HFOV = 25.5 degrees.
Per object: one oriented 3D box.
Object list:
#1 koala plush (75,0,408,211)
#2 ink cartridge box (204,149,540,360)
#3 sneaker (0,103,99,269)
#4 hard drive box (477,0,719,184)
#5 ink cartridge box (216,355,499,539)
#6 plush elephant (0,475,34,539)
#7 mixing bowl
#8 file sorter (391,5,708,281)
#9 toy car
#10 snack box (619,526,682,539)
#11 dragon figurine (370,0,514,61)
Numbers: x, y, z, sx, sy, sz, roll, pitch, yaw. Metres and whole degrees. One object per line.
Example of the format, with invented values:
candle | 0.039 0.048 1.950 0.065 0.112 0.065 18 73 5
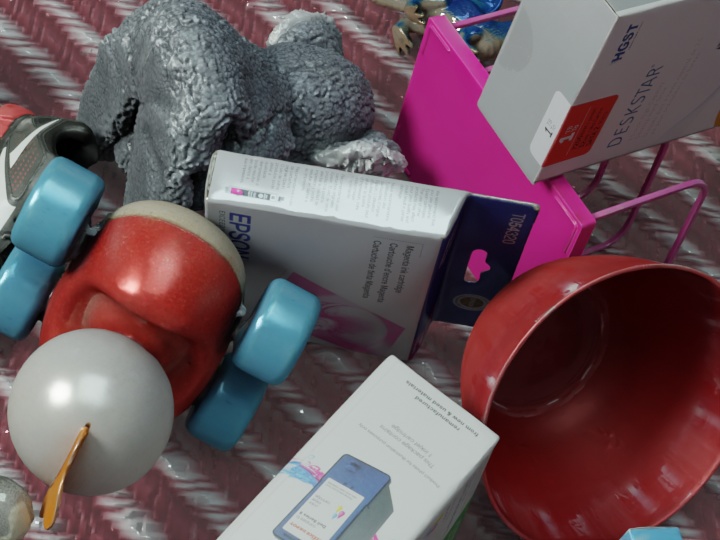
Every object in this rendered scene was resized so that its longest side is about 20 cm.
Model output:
koala plush | -0.072 -0.110 1.119 0.199 0.184 0.178 -7 55 -29
ink cartridge box | 0.000 0.000 1.018 0.199 0.197 0.044 11 65 1
sneaker | -0.233 -0.033 1.072 0.097 0.071 0.201 2 50 18
hard drive box | 0.194 -0.154 1.027 0.199 0.156 0.077 -18 61 -27
ink cartridge box | -0.020 0.170 0.923 0.087 0.146 0.200 37 55 16
plush elephant | -0.281 0.205 0.862 0.164 0.156 0.200 -6 4 33
mixing bowl | 0.139 0.068 1.021 0.199 0.201 0.108 -16 28 -20
file sorter | 0.134 -0.077 1.140 0.125 0.139 0.200 -18 59 -25
toy car | -0.154 0.073 0.938 0.184 0.177 0.201 30 50 -7
snack box | 0.173 0.262 0.906 0.037 0.116 0.201 1 53 -18
dragon figurine | 0.078 -0.210 1.275 0.200 0.059 0.099 33 55 14
